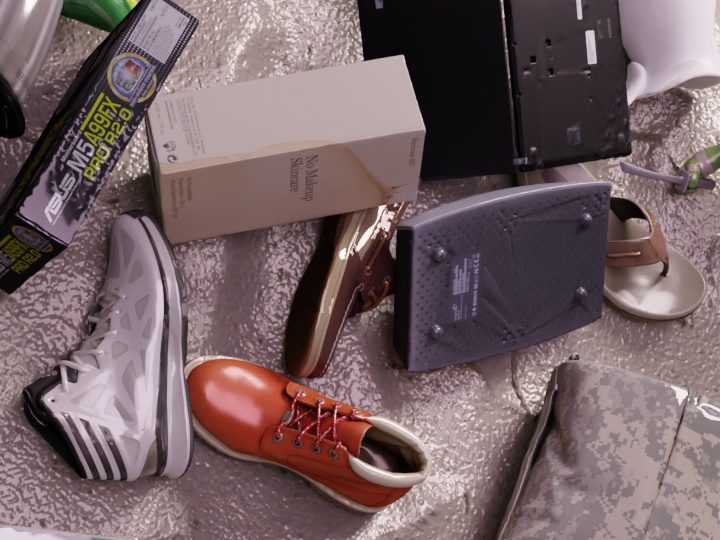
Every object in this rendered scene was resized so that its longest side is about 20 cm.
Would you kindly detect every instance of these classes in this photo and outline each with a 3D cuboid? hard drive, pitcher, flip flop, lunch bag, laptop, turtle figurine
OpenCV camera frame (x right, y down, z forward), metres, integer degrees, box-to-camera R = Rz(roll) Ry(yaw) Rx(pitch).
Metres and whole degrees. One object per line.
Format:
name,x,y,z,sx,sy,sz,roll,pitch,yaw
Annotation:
hard drive,0.110,-0.002,1.587,0.199,0.042,0.135,-14,116,-32
pitcher,0.231,-0.238,1.695,0.171,0.121,0.201,-18,96,-27
flip flop,0.212,-0.034,1.667,0.200,0.058,0.081,46,64,-8
lunch bag,0.203,0.179,1.568,0.167,0.139,0.201,23,65,0
laptop,0.112,-0.169,1.628,0.199,0.103,0.178,-11,98,-37
turtle figurine,0.330,-0.056,1.680,0.194,0.144,0.200,59,39,-15

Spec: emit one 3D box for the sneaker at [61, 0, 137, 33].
sneaker,-0.262,-0.214,1.490,0.199,0.074,0.084,21,74,-6

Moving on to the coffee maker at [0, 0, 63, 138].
coffee maker,-0.279,-0.219,1.374,0.191,0.135,0.201,25,67,-8

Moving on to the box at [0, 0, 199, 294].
box,-0.202,-0.091,1.435,0.044,0.160,0.201,33,67,-14

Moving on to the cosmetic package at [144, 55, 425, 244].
cosmetic package,-0.058,-0.090,1.496,0.199,0.104,0.073,-10,61,-8

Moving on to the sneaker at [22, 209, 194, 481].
sneaker,-0.189,0.055,1.452,0.115,0.076,0.201,-3,81,-27

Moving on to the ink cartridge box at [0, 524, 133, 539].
ink cartridge box,-0.197,0.288,1.409,0.160,0.050,0.201,10,71,-22

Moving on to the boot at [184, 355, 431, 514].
boot,-0.040,0.114,1.490,0.199,0.107,0.075,27,70,-15

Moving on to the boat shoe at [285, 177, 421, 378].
boat shoe,0.000,0.000,1.557,0.072,0.072,0.201,26,62,-16
